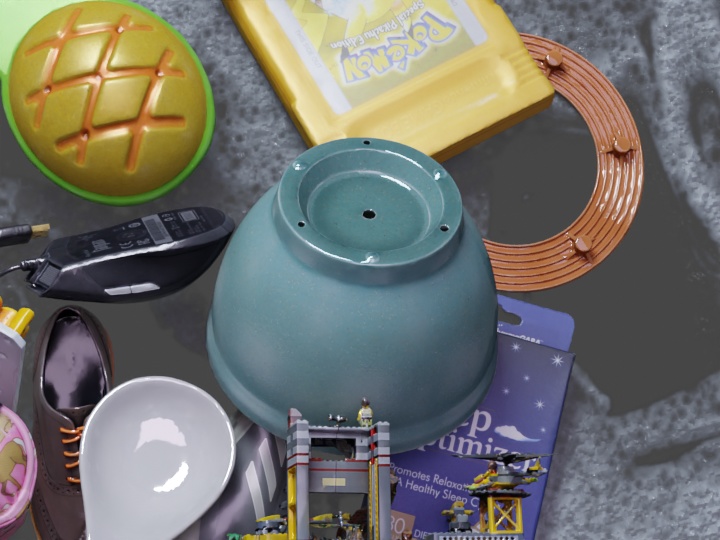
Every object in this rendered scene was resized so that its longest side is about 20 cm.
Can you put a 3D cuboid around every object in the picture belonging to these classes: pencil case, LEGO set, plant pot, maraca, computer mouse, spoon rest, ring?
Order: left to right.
[{"bbox_3d":[-0.251,0.134,1.040,0.082,0.200,0.087,-8,76,-19],"label":"pencil case"},{"bbox_3d":[-0.187,-0.004,1.130,0.199,0.140,0.046,-16,111,-17],"label":"computer mouse"},{"bbox_3d":[-0.189,-0.134,1.163,0.137,0.107,0.200,-41,82,-13],"label":"maraca"},{"bbox_3d":[-0.142,0.158,1.048,0.099,0.061,0.201,18,66,-1],"label":"spoon rest"},{"bbox_3d":[0.000,0.000,1.092,0.199,0.135,0.201,4,45,-3],"label":"plant pot"},{"bbox_3d":[0.017,0.143,1.044,0.198,0.154,0.117,1,76,-6],"label":"LEGO set"},{"bbox_3d":[0.112,-0.083,1.228,0.199,0.019,0.202,1,75,-5],"label":"ring"}]

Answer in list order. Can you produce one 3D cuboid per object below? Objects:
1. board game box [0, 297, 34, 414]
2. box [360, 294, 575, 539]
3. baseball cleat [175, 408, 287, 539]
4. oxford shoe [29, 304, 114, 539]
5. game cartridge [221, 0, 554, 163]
[{"bbox_3d":[-0.299,0.031,1.064,0.199,0.200,0.026,31,59,2],"label":"board game box"},{"bbox_3d":[0.076,0.108,1.167,0.120,0.032,0.201,15,73,-2],"label":"box"},{"bbox_3d":[-0.066,0.150,1.132,0.106,0.070,0.201,38,76,-12],"label":"baseball cleat"},{"bbox_3d":[-0.190,0.121,1.112,0.071,0.073,0.201,-8,76,-8],"label":"oxford shoe"},{"bbox_3d":[0.017,-0.166,1.219,0.175,0.032,0.201,-27,70,-12],"label":"game cartridge"}]
